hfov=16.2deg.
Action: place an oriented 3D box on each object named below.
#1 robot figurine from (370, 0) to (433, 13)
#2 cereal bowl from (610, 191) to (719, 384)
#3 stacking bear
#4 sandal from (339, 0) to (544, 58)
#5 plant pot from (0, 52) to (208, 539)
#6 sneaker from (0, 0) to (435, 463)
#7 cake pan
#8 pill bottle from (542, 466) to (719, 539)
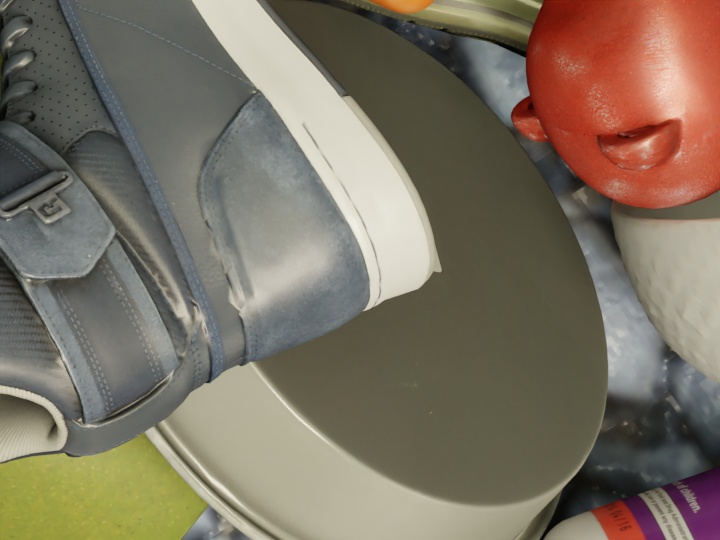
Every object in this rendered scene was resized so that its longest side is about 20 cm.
[{"bbox_3d":[0.022,-0.179,0.729,0.144,0.117,0.200,23,96,-13],"label":"robot figurine"},{"bbox_3d":[0.180,-0.005,0.756,0.200,0.200,0.083,-15,101,-1],"label":"cereal bowl"},{"bbox_3d":[0.137,-0.088,0.734,0.200,0.121,0.114,-29,118,-16],"label":"stacking bear"},{"bbox_3d":[0.070,-0.090,0.807,0.201,0.080,0.057,17,93,-6],"label":"sandal"},{"bbox_3d":[-0.130,0.009,0.770,0.200,0.187,0.187,39,84,-8],"label":"plant pot"},{"bbox_3d":[-0.097,-0.041,0.661,0.146,0.077,0.202,-31,64,-18],"label":"sneaker"},{"bbox_3d":[0.000,0.000,0.760,0.037,0.200,0.200,-37,82,38],"label":"cake pan"},{"bbox_3d":[0.162,0.102,0.776,0.200,0.112,0.113,-19,83,-2],"label":"pill bottle"}]
